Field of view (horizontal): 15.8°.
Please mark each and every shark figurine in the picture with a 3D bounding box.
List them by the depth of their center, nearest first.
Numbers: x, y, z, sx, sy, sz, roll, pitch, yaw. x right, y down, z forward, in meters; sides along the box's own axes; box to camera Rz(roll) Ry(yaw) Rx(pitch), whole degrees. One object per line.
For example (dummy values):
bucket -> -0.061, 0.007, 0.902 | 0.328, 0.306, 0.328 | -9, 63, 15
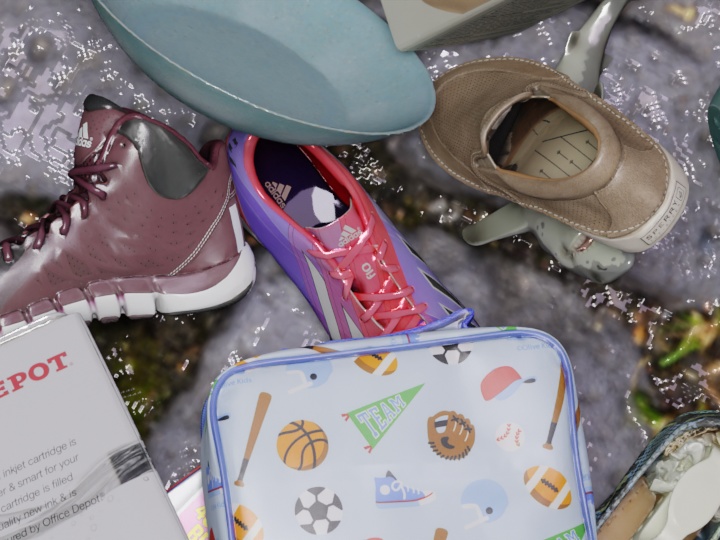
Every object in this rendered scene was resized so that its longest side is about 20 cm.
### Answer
shark figurine -> 0.133, -0.069, 1.397 | 0.089, 0.128, 0.215 | 29, 59, -28

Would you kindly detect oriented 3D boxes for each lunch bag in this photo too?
lunch bag -> 0.021, 0.105, 1.303 | 0.199, 0.076, 0.161 | -6, 76, -8

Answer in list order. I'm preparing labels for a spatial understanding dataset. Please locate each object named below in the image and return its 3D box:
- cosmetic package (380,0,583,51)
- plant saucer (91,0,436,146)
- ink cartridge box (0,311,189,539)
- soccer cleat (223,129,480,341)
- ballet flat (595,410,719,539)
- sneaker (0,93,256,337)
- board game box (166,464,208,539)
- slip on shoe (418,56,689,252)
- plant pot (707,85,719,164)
cosmetic package -> 0.106, -0.181, 1.323 | 0.105, 0.200, 0.071 | -13, 83, -45
plant saucer -> -0.059, -0.112, 1.328 | 0.201, 0.201, 0.039 | 26, 115, -4
ink cartridge box -> -0.158, 0.143, 1.265 | 0.144, 0.084, 0.200 | -24, 70, -7
soccer cleat -> 0.000, 0.000, 1.355 | 0.068, 0.073, 0.200 | -41, 89, -12
ballet flat -> 0.140, 0.154, 1.356 | 0.074, 0.074, 0.200 | 34, 79, -2
sneaker -> -0.155, -0.029, 1.323 | 0.199, 0.076, 0.116 | -10, 106, -18
board game box -> -0.111, 0.214, 1.325 | 0.200, 0.040, 0.153 | -35, 88, -11
slip on shoe -> 0.084, -0.068, 1.319 | 0.061, 0.200, 0.076 | 32, 94, -38
plant pot -> 0.277, -0.065, 1.350 | 0.161, 0.201, 0.201 | -25, 86, -1
